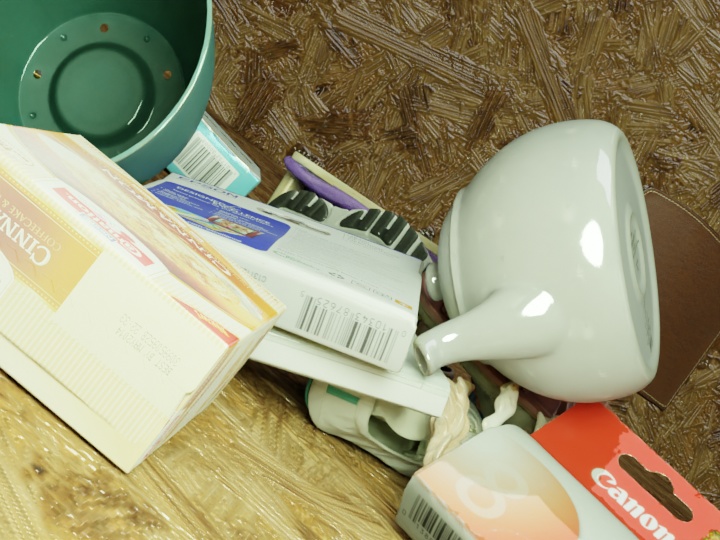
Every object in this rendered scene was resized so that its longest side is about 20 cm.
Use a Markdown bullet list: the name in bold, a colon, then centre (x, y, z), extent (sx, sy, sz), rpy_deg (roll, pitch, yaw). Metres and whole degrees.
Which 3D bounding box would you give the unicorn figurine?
- **unicorn figurine**: centre (0.110, 0.156, 0.941), extent (0.198, 0.074, 0.139), rpy_deg (23, 55, -24)

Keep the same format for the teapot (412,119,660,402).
- **teapot**: centre (0.115, -0.003, 0.934), extent (0.200, 0.144, 0.200), rpy_deg (45, 42, -59)

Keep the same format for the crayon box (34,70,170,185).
- **crayon box**: centre (-0.239, -0.122, 1.152), extent (0.199, 0.051, 0.127), rpy_deg (37, 5, -20)

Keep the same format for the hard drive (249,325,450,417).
- **hard drive**: centre (-0.049, 0.036, 0.893), extent (0.198, 0.027, 0.132), rpy_deg (19, 9, -13)

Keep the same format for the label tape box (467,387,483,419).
- **label tape box**: centre (0.130, 0.116, 1.176), extent (0.063, 0.145, 0.200), rpy_deg (40, 5, 23)

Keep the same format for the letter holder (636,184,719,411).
- **letter holder**: centre (0.213, 0.002, 1.145), extent (0.199, 0.143, 0.100), rpy_deg (32, 6, -44)

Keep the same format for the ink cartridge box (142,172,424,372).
- **ink cartridge box**: centre (-0.056, -0.006, 0.907), extent (0.196, 0.047, 0.200), rpy_deg (20, 7, 1)

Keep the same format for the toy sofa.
- **toy sofa**: centre (0.001, -0.017, 1.225), extent (0.199, 0.083, 0.097), rpy_deg (34, 3, 23)

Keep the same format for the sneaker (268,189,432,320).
- **sneaker**: centre (0.000, 0.000, 1.134), extent (0.199, 0.078, 0.091), rpy_deg (29, -23, 46)

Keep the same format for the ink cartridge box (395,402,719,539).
- **ink cartridge box**: centre (0.144, 0.151, 0.844), extent (0.199, 0.050, 0.162), rpy_deg (-26, 58, -38)

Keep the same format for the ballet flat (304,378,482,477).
- **ballet flat**: centre (0.042, 0.111, 0.975), extent (0.199, 0.070, 0.069), rpy_deg (26, 12, -48)

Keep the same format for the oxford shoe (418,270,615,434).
- **oxford shoe**: centre (0.101, 0.081, 1.024), extent (0.200, 0.074, 0.071), rpy_deg (46, 44, -12)

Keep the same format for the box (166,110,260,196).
- **box**: centre (-0.128, -0.093, 1.171), extent (0.082, 0.049, 0.200), rpy_deg (46, 1, -8)

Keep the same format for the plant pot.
- **plant pot**: centre (-0.184, -0.137, 0.912), extent (0.200, 0.201, 0.161), rpy_deg (39, -7, 8)

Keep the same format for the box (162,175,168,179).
- **box**: centre (-0.091, -0.006, 1.265), extent (0.156, 0.041, 0.200), rpy_deg (41, 4, 20)

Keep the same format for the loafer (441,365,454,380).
- **loafer**: centre (0.002, 0.066, 1.146), extent (0.199, 0.063, 0.072), rpy_deg (35, 6, -41)

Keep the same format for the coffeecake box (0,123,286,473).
- **coffeecake box**: centre (-0.126, 0.005, 0.676), extent (0.153, 0.073, 0.200), rpy_deg (40, 5, 1)
